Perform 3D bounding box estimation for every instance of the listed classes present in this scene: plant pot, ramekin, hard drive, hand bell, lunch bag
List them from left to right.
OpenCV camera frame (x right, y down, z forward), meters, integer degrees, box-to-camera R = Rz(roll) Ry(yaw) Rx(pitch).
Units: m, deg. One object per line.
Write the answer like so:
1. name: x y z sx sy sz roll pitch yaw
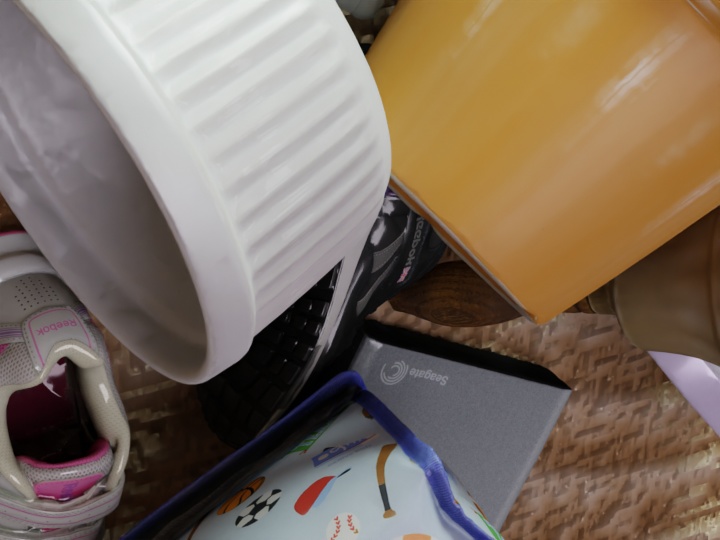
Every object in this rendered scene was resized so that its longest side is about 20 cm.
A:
1. ramekin: -0.077 -0.067 0.870 0.105 0.200 0.201 -35 130 -20
2. lunch bag: -0.029 0.138 0.982 0.170 0.200 0.124 -38 106 -3
3. hard drive: 0.009 0.127 1.138 0.139 0.033 0.200 15 107 -37
4. hand bell: 0.099 0.010 1.036 0.104 0.199 0.105 6 82 -57
5. plant pot: 0.093 -0.085 0.922 0.183 0.200 0.200 -46 131 0

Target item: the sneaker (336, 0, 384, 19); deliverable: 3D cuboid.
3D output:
1. sneaker: 0.004 -0.206 0.918 0.088 0.075 0.200 23 111 -3

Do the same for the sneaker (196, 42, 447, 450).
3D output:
1. sneaker: 0.000 0.000 1.036 0.087 0.076 0.200 15 107 -43

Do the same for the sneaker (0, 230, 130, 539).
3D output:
1. sneaker: -0.145 0.088 0.981 0.081 0.088 0.201 -18 124 -23

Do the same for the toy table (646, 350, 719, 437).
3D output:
1. toy table: 0.210 0.016 1.125 0.117 0.184 0.200 -38 138 14
